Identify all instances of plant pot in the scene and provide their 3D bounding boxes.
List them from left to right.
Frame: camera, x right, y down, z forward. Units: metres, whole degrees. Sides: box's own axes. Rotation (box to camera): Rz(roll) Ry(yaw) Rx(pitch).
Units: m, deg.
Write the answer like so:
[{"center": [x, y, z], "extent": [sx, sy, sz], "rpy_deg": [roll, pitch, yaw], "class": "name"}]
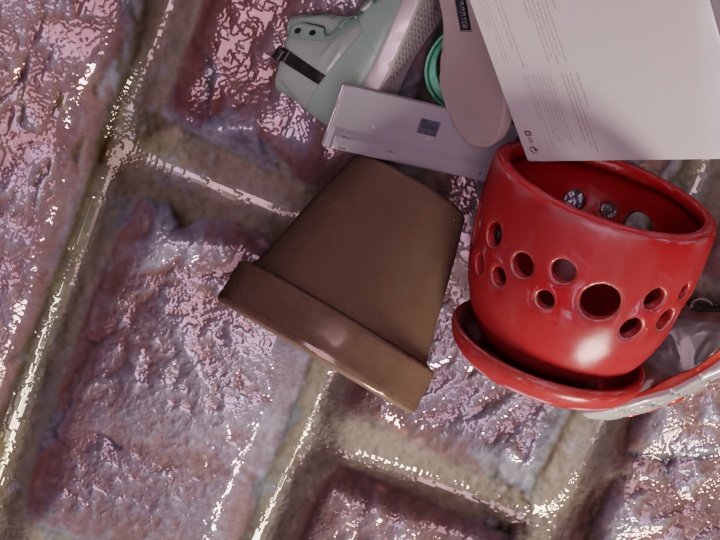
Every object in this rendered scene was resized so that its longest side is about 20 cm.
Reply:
[{"center": [0.000, 0.000, 1.516], "extent": [0.199, 0.200, 0.176], "rpy_deg": [29, 87, -5], "class": "plant pot"}, {"center": [0.184, 0.009, 1.488], "extent": [0.198, 0.201, 0.184], "rpy_deg": [15, 110, -1], "class": "plant pot"}]

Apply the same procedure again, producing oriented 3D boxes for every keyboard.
[{"center": [0.055, -0.116, 1.501], "extent": [0.198, 0.011, 0.057], "rpy_deg": [9, 102, -37], "class": "keyboard"}]

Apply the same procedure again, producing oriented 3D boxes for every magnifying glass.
[{"center": [0.145, -0.207, 1.524], "extent": [0.199, 0.022, 0.080], "rpy_deg": [-31, 101, 10], "class": "magnifying glass"}]

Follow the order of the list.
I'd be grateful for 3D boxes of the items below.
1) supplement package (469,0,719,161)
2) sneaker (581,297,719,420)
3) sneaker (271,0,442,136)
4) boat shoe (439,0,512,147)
[{"center": [0.216, -0.205, 1.380], "extent": [0.198, 0.148, 0.192], "rpy_deg": [2, 134, 32], "class": "supplement package"}, {"center": [0.284, 0.071, 1.576], "extent": [0.198, 0.077, 0.083], "rpy_deg": [-25, 75, 8], "class": "sneaker"}, {"center": [0.000, -0.223, 1.502], "extent": [0.117, 0.074, 0.202], "rpy_deg": [29, 89, 20], "class": "sneaker"}, {"center": [0.115, -0.212, 1.477], "extent": [0.074, 0.092, 0.202], "rpy_deg": [14, 123, 38], "class": "boat shoe"}]
